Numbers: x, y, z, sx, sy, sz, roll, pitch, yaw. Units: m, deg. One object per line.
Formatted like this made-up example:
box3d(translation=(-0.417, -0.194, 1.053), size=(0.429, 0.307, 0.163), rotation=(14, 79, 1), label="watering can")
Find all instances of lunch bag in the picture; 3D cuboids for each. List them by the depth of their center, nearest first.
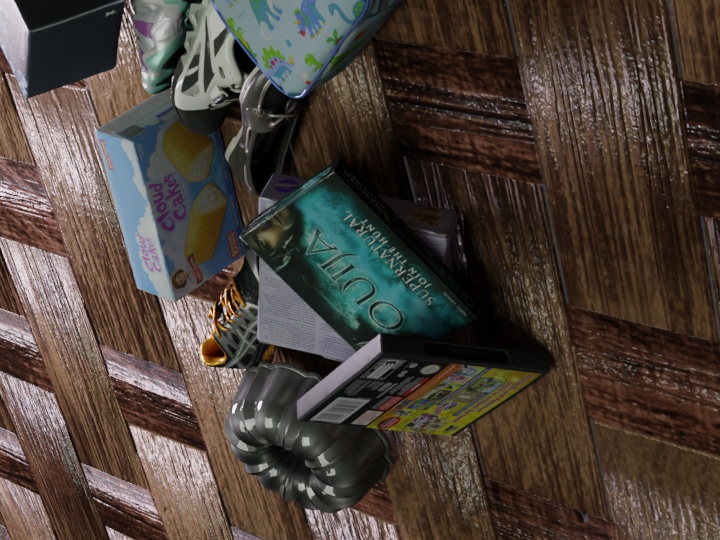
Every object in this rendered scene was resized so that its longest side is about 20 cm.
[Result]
box3d(translation=(-0.051, -0.264, 1.578), size=(0.161, 0.082, 0.200), rotation=(49, 146, 5), label="lunch bag")

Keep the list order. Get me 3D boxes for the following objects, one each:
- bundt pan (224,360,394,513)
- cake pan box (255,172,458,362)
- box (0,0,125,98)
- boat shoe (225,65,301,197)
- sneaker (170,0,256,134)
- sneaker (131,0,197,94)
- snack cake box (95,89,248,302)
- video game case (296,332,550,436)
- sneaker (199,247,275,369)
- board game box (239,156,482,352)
box3d(translation=(-0.067, 0.197, 1.961), size=(0.201, 0.076, 0.202), rotation=(23, 146, 17), label="bundt pan")
box3d(translation=(-0.009, 0.007, 1.719), size=(0.199, 0.052, 0.185), rotation=(11, 127, 12), label="cake pan box")
box3d(translation=(-0.331, -0.305, 1.793), size=(0.201, 0.107, 0.149), rotation=(62, 160, 14), label="box")
box3d(translation=(-0.087, -0.141, 1.739), size=(0.057, 0.067, 0.200), rotation=(57, 154, 17), label="boat shoe")
box3d(translation=(-0.132, -0.195, 1.742), size=(0.088, 0.074, 0.200), rotation=(41, 144, 21), label="sneaker")
box3d(translation=(-0.212, -0.285, 1.767), size=(0.140, 0.078, 0.200), rotation=(43, 135, 18), label="sneaker")
box3d(translation=(-0.200, -0.082, 1.885), size=(0.067, 0.115, 0.201), rotation=(19, 133, 39), label="snack cake box")
box3d(translation=(0.058, 0.114, 1.716), size=(0.200, 0.180, 0.026), rotation=(138, 135, -55), label="video game case")
box3d(translation=(-0.128, 0.048, 1.928), size=(0.201, 0.077, 0.079), rotation=(104, 152, -47), label="sneaker")
box3d(translation=(0.000, 0.000, 1.659), size=(0.135, 0.028, 0.200), rotation=(-33, 111, 35), label="board game box")
